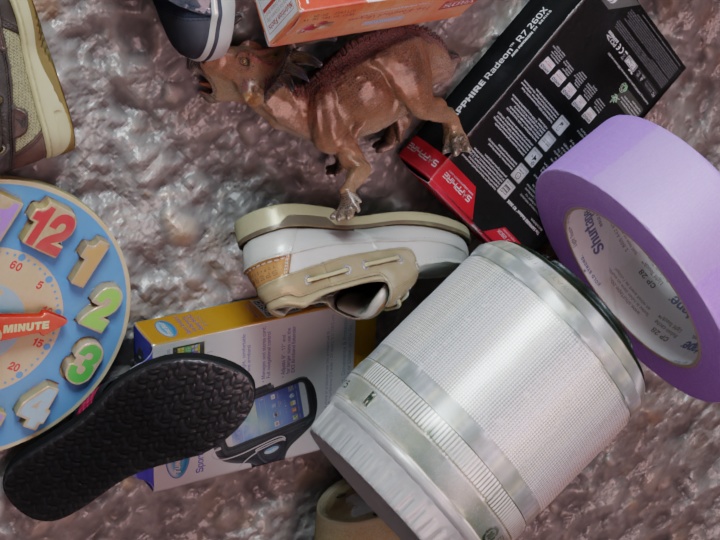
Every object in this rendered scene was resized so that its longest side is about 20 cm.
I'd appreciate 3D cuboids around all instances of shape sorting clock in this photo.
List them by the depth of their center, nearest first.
[{"bbox_3d":[-0.239,0.033,1.053,0.198,0.039,0.202,-14,121,-26],"label":"shape sorting clock"}]

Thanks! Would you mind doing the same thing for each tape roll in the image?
[{"bbox_3d":[0.210,-0.007,1.151,0.065,0.200,0.201,-37,128,-11],"label":"tape roll"}]

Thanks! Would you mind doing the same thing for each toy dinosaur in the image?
[{"bbox_3d":[0.000,-0.127,1.097,0.199,0.086,0.137,-28,119,-24],"label":"toy dinosaur"}]

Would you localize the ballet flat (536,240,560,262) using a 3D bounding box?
[{"bbox_3d":[0.139,0.022,1.268,0.200,0.067,0.068,-42,131,-6],"label":"ballet flat"}]

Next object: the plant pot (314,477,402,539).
[{"bbox_3d":[0.039,0.256,1.273,0.186,0.187,0.202,-23,109,-20],"label":"plant pot"}]

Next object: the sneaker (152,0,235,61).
[{"bbox_3d":[-0.127,-0.216,0.970,0.079,0.078,0.202,-18,112,-29],"label":"sneaker"}]

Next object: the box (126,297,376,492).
[{"bbox_3d":[-0.084,0.082,1.178,0.198,0.041,0.120,-10,119,-25],"label":"box"}]

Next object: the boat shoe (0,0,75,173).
[{"bbox_3d":[-0.223,-0.139,0.952,0.066,0.072,0.202,-33,132,-20],"label":"boat shoe"}]

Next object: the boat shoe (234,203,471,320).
[{"bbox_3d":[0.000,0.000,1.143,0.199,0.074,0.069,1,70,-40],"label":"boat shoe"}]

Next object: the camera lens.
[{"bbox_3d":[0.084,0.093,1.144,0.200,0.160,0.160,-44,129,-9],"label":"camera lens"}]

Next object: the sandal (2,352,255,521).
[{"bbox_3d":[-0.156,0.102,1.104,0.199,0.045,0.075,-29,114,23],"label":"sandal"}]

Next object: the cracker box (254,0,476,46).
[{"bbox_3d":[-0.014,-0.241,0.970,0.133,0.058,0.202,-13,82,-27],"label":"cracker box"}]

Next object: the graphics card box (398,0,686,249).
[{"bbox_3d":[0.133,-0.115,1.203,0.200,0.051,0.125,-49,130,1],"label":"graphics card box"}]
